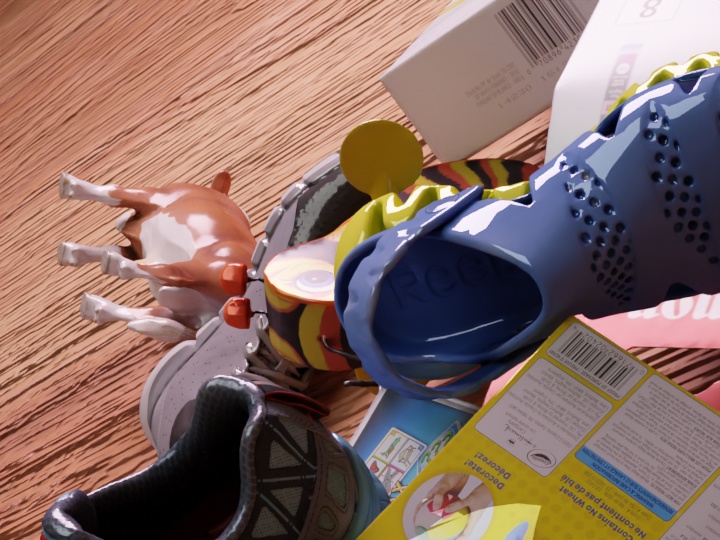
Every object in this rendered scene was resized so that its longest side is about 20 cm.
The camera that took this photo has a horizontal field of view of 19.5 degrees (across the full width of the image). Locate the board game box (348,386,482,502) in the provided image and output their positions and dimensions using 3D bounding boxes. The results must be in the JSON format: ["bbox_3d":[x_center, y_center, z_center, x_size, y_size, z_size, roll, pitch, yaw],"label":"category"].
[{"bbox_3d":[0.018,0.138,0.673,0.126,0.035,0.201,18,61,28],"label":"board game box"}]

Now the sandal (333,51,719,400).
[{"bbox_3d":[0.071,-0.006,0.695,0.199,0.080,0.087,-26,11,25],"label":"sandal"}]

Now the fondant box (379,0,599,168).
[{"bbox_3d":[0.110,-0.143,0.993,0.144,0.058,0.200,-31,11,37],"label":"fondant box"}]

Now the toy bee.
[{"bbox_3d":[0.000,0.000,0.894,0.108,0.132,0.200,11,13,22],"label":"toy bee"}]

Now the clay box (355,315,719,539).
[{"bbox_3d":[0.042,0.119,0.624,0.200,0.048,0.115,-45,53,-14],"label":"clay box"}]

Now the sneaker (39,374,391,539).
[{"bbox_3d":[-0.085,0.110,0.648,0.200,0.096,0.079,-46,43,-14],"label":"sneaker"}]

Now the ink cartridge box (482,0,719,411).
[{"bbox_3d":[0.138,-0.038,0.755,0.162,0.057,0.200,-1,42,35],"label":"ink cartridge box"}]

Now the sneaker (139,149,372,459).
[{"bbox_3d":[-0.030,0.040,1.002,0.200,0.075,0.116,-52,23,18],"label":"sneaker"}]

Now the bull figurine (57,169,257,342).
[{"bbox_3d":[-0.103,-0.011,1.175,0.200,0.121,0.066,-137,53,-63],"label":"bull figurine"}]
